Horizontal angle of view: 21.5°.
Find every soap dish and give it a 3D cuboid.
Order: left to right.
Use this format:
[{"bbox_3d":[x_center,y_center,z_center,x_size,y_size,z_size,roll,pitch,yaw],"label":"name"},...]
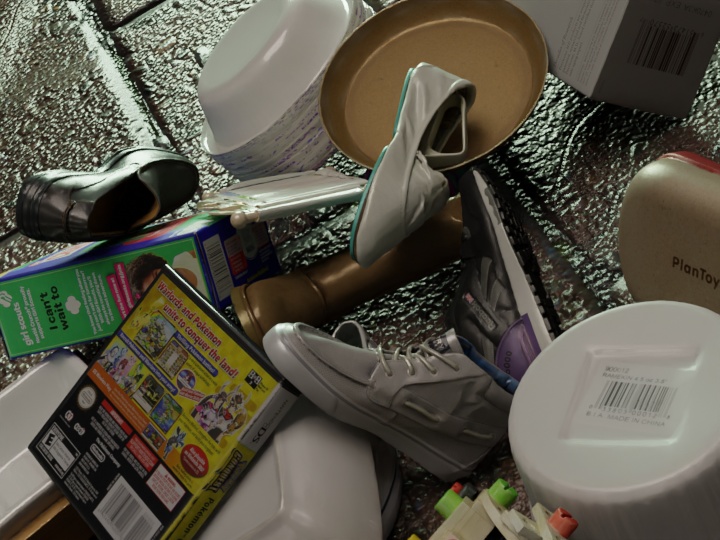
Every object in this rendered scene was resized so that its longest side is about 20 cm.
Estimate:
[{"bbox_3d":[-0.268,0.169,1.545,0.200,0.081,0.157,-40,40,-13],"label":"soap dish"}]

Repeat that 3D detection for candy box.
[{"bbox_3d":[-0.191,0.006,1.623,0.199,0.077,0.169,-15,7,18],"label":"candy box"}]

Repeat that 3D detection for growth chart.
[{"bbox_3d":[-0.067,-0.063,1.577,0.144,0.018,0.200,-12,10,-12],"label":"growth chart"}]

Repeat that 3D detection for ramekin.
[{"bbox_3d":[0.198,0.115,1.308,0.200,0.098,0.201,-17,40,15],"label":"ramekin"}]

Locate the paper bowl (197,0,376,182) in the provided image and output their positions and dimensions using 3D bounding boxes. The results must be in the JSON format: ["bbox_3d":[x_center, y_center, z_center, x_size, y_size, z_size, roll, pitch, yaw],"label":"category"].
[{"bbox_3d":[-0.070,-0.178,1.739,0.200,0.104,0.201,-39,27,24],"label":"paper bowl"}]

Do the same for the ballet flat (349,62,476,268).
[{"bbox_3d":[0.047,-0.085,1.500,0.069,0.070,0.201,-3,50,29],"label":"ballet flat"}]

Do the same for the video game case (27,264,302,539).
[{"bbox_3d":[-0.149,0.111,1.409,0.181,0.025,0.200,-53,41,1],"label":"video game case"}]

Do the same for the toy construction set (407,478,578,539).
[{"bbox_3d":[0.056,0.207,1.267,0.200,0.092,0.131,-36,-2,10],"label":"toy construction set"}]

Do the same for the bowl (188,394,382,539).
[{"bbox_3d":[-0.089,0.166,1.392,0.200,0.075,0.200,-32,46,24],"label":"bowl"}]

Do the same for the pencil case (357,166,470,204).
[{"bbox_3d":[0.060,-0.133,1.674,0.092,0.085,0.201,-6,44,23],"label":"pencil case"}]

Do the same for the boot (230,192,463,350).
[{"bbox_3d":[0.000,0.000,1.533,0.199,0.066,0.175,-25,6,7],"label":"boot"}]

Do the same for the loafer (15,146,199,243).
[{"bbox_3d":[-0.194,-0.056,1.584,0.072,0.073,0.200,16,24,31],"label":"loafer"}]

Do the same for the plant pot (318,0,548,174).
[{"bbox_3d":[0.063,-0.154,1.600,0.199,0.028,0.201,-9,54,13],"label":"plant pot"}]

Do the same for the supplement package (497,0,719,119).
[{"bbox_3d":[0.201,-0.226,1.631,0.200,0.116,0.118,41,117,49],"label":"supplement package"}]

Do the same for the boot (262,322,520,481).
[{"bbox_3d":[0.031,0.070,1.366,0.096,0.200,0.074,-47,32,18],"label":"boot"}]

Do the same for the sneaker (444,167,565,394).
[{"bbox_3d":[0.094,0.016,1.459,0.087,0.076,0.201,-25,61,13],"label":"sneaker"}]

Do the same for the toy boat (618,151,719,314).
[{"bbox_3d":[0.288,-0.017,1.403,0.130,0.131,0.200,-15,29,-35],"label":"toy boat"}]

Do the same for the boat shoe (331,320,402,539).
[{"bbox_3d":[-0.013,0.124,1.450,0.073,0.067,0.200,-18,40,14],"label":"boat shoe"}]
